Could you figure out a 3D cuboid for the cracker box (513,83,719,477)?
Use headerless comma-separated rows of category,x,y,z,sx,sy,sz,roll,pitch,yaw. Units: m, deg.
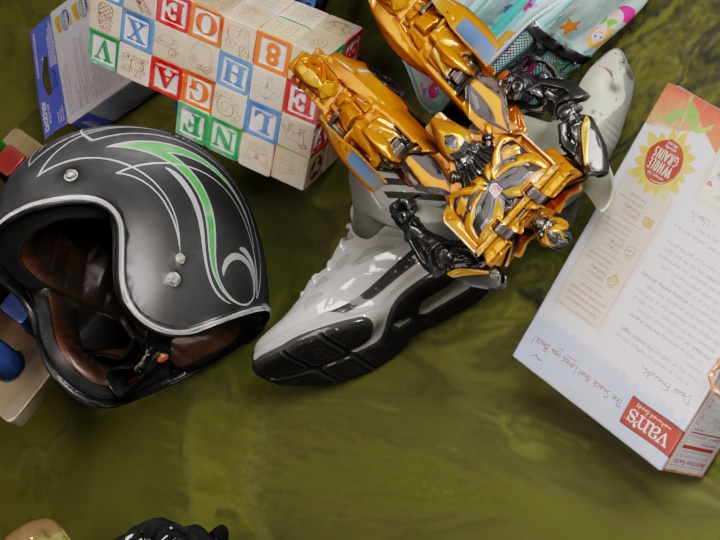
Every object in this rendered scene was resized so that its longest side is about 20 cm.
cracker box,0.198,0.006,0.926,0.134,0.057,0.201,39,105,40

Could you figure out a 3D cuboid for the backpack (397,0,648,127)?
backpack,0.097,-0.215,1.008,0.199,0.150,0.178,-35,59,23

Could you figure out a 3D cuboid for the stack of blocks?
stack of blocks,-0.106,-0.156,1.135,0.199,0.059,0.116,25,129,15

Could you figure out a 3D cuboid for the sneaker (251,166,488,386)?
sneaker,0.000,0.000,1.095,0.200,0.076,0.116,-29,54,23

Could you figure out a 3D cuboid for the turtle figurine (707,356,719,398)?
turtle figurine,0.300,0.079,0.810,0.199,0.064,0.162,-20,78,11

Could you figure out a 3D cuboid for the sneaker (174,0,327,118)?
sneaker,-0.077,-0.182,1.197,0.200,0.070,0.078,-46,9,41

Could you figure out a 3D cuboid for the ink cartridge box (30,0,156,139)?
ink cartridge box,-0.207,-0.204,1.322,0.199,0.042,0.120,-27,64,30

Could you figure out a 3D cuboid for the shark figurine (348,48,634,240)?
shark figurine,0.094,-0.042,0.975,0.213,0.090,0.129,-24,51,10

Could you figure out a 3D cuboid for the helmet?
helmet,-0.174,-0.015,1.139,0.200,0.200,0.192,-35,78,29

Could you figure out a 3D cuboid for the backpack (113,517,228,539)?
backpack,-0.111,0.282,1.059,0.126,0.167,0.201,-36,74,9

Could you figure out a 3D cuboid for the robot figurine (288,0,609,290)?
robot figurine,0.052,-0.085,0.911,0.200,0.058,0.145,47,108,21

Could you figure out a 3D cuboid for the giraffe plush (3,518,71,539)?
giraffe plush,-0.239,0.322,1.182,0.199,0.173,0.163,36,118,3

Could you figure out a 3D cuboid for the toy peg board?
toy peg board,-0.304,-0.014,1.259,0.199,0.098,0.200,34,81,28
